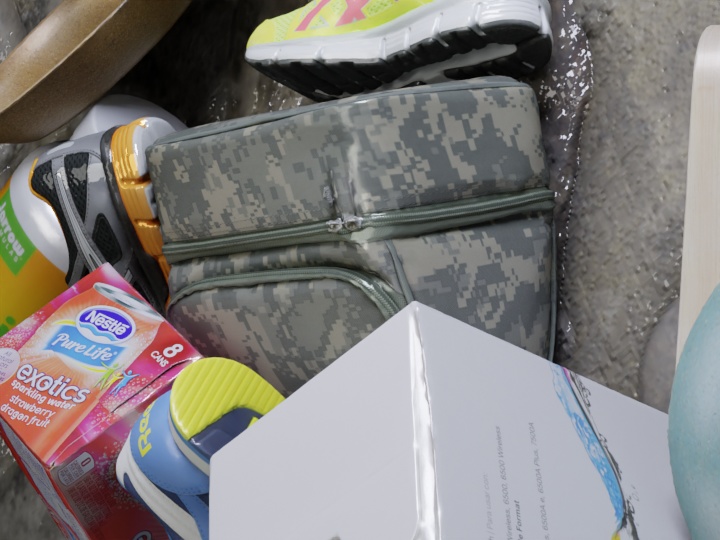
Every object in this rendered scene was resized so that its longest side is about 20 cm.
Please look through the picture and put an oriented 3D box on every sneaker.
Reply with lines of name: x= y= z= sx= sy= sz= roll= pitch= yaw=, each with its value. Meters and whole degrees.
sneaker: x=0.022 y=-0.137 z=1.113 sx=0.200 sy=0.078 sz=0.091 roll=-7 pitch=69 yaw=41
sneaker: x=-0.032 y=0.130 z=1.001 sx=0.082 sy=0.074 sz=0.200 roll=-34 pitch=101 yaw=37
sneaker: x=-0.118 y=0.007 z=1.172 sx=0.077 sy=0.078 sz=0.201 roll=-4 pitch=121 yaw=17

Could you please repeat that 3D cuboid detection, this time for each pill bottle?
pill bottle: x=-0.172 y=-0.005 z=1.262 sx=0.200 sy=0.111 sz=0.111 roll=-49 pitch=50 yaw=30

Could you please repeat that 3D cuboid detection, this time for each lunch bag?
lunch bag: x=0.000 y=0.000 z=1.065 sx=0.200 sy=0.139 sz=0.168 roll=-6 pitch=95 yaw=48

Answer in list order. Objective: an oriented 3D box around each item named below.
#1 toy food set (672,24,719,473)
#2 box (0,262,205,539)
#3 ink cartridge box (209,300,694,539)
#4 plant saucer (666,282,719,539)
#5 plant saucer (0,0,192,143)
toy food set: x=0.207 y=-0.005 z=0.877 sx=0.143 sy=0.060 sz=0.201 roll=2 pitch=85 yaw=21
box: x=-0.108 y=0.108 z=1.102 sx=0.095 sy=0.200 sz=0.100 roll=-36 pitch=45 yaw=-14
ink cartridge box: x=0.056 y=0.135 z=0.899 sx=0.147 sy=0.200 sz=0.145 roll=-40 pitch=40 yaw=36
plant saucer: x=0.210 y=0.070 z=0.815 sx=0.200 sy=0.039 sz=0.202 roll=3 pitch=99 yaw=20
plant saucer: x=-0.155 y=-0.136 z=1.263 sx=0.200 sy=0.035 sz=0.200 roll=-38 pitch=18 yaw=15
